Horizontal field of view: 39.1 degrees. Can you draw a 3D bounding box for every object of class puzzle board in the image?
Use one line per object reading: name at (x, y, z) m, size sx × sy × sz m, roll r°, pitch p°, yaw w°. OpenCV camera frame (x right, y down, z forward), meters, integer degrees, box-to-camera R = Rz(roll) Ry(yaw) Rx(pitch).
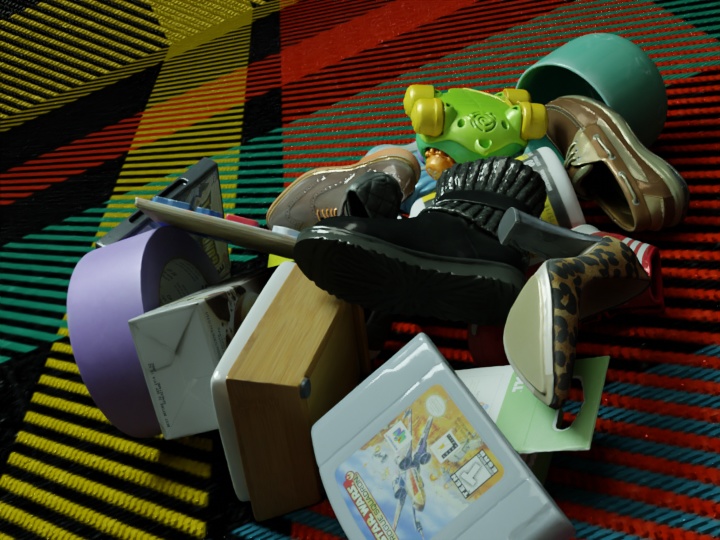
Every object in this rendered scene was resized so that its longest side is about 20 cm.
puzzle board at (-0.115, -0.037, 1.012) m, size 0.199 × 0.018 × 0.151 m, roll 14°, pitch -5°, yaw -1°

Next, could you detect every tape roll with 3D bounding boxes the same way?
tape roll at (-0.202, 0.062, 1.024) m, size 0.084 × 0.201 × 0.200 m, roll -17°, pitch 27°, yaw 15°

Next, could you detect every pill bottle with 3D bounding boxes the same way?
pill bottle at (0.120, -0.037, 1.027) m, size 0.199 × 0.115 × 0.114 m, roll -23°, pitch 25°, yaw 5°

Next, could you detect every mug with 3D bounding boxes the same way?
mug at (0.257, -0.189, 1.149) m, size 0.114 × 0.153 × 0.185 m, roll -34°, pitch 27°, yaw -26°

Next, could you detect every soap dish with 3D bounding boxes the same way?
soap dish at (-0.052, 0.096, 0.892) m, size 0.081 × 0.158 × 0.200 m, roll 4°, pitch 34°, yaw 17°

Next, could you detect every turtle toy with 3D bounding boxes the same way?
turtle toy at (0.118, -0.148, 1.116) m, size 0.145 × 0.102 × 0.200 m, roll 2°, pitch 20°, yaw -5°

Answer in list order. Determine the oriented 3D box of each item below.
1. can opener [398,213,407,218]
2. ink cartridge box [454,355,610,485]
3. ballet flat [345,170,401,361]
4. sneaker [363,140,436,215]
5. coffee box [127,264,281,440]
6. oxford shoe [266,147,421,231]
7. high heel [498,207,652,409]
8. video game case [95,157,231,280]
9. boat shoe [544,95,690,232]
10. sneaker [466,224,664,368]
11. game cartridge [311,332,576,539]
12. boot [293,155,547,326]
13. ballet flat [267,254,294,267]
can opener at (0.013, -0.057, 1.218) m, size 0.078 × 0.064 × 0.200 m, roll -35°, pitch 27°, yaw -22°
ink cartridge box at (0.098, 0.129, 0.791) m, size 0.199 × 0.060 × 0.104 m, roll -9°, pitch 30°, yaw 29°
ballet flat at (0.000, 0.000, 0.973) m, size 0.057 × 0.201 × 0.066 m, roll -16°, pitch 30°, yaw -38°
sneaker at (0.097, -0.100, 1.230) m, size 0.130 × 0.080 × 0.200 m, roll 34°, pitch 31°, yaw 26°
coffee box at (-0.124, 0.070, 0.967) m, size 0.079 × 0.114 × 0.200 m, roll -15°, pitch 6°, yaw 20°
oxford shoe at (-0.029, -0.075, 1.137) m, size 0.199 × 0.071 × 0.073 m, roll -23°, pitch 27°, yaw 27°
high heel at (0.182, 0.039, 0.782) m, size 0.201 × 0.142 × 0.072 m, roll -89°, pitch 24°, yaw -46°
video game case at (-0.222, -0.004, 1.182) m, size 0.025 × 0.201 × 0.181 m, roll 25°, pitch 49°, yaw 24°
boat shoe at (0.243, -0.109, 1.026) m, size 0.074 × 0.076 × 0.200 m, roll -22°, pitch 47°, yaw -20°
sneaker at (0.191, 0.023, 0.893) m, size 0.200 × 0.079 × 0.115 m, roll -41°, pitch 28°, yaw -27°
game cartridge at (0.045, 0.151, 0.723) m, size 0.133 × 0.042 × 0.200 m, roll -38°, pitch 47°, yaw 1°
boot at (0.056, -0.039, 0.892) m, size 0.210 × 0.080 × 0.158 m, roll 13°, pitch 50°, yaw 0°
ballet flat at (-0.038, -0.003, 1.176) m, size 0.199 × 0.067 × 0.067 m, roll -3°, pitch 54°, yaw 43°
